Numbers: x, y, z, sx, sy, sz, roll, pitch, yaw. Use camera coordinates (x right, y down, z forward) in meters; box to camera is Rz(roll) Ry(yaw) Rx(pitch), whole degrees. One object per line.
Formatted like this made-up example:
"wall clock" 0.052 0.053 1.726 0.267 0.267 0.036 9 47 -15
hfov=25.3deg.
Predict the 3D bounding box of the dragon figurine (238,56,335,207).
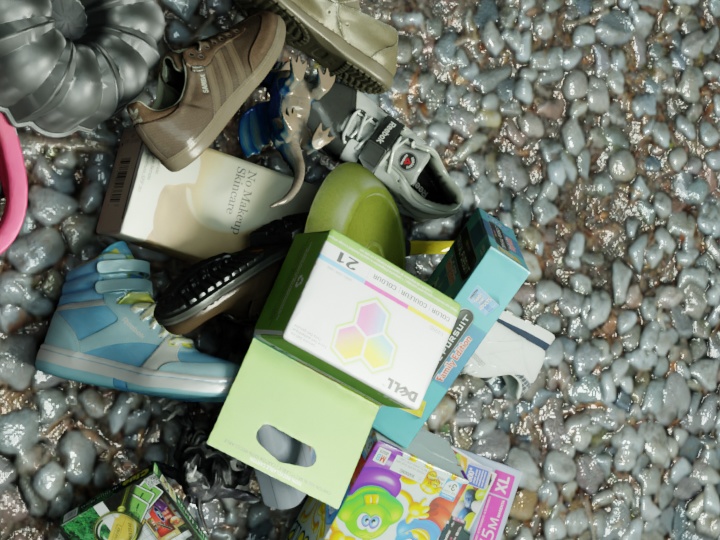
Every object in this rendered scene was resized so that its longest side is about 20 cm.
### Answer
"dragon figurine" -0.074 -0.132 1.491 0.058 0.099 0.203 15 63 -32

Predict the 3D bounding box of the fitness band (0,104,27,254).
"fitness band" -0.368 -0.097 1.397 0.142 0.037 0.203 -18 100 -23

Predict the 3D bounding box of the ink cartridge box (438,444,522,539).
"ink cartridge box" 0.063 0.231 1.642 0.198 0.042 0.121 22 84 -25

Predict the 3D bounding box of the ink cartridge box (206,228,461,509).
"ink cartridge box" -0.021 0.088 1.386 0.147 0.076 0.202 29 76 -22

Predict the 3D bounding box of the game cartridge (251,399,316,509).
"game cartridge" -0.049 0.117 1.507 0.201 0.041 0.134 -64 149 -42

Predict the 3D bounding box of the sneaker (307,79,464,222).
"sneaker" 0.027 -0.121 1.576 0.199 0.088 0.075 36 78 -24

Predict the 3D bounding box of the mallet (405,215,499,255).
"mallet" 0.056 -0.033 1.627 0.198 0.041 0.067 7 91 -24

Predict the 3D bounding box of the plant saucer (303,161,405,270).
"plant saucer" 0.000 0.000 1.507 0.199 0.031 0.203 3 90 -65

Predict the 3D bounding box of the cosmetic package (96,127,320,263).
"cosmetic package" -0.135 -0.055 1.501 0.198 0.071 0.107 16 85 -28

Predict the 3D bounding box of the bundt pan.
"bundt pan" -0.254 -0.221 1.404 0.200 0.075 0.205 3 85 -38

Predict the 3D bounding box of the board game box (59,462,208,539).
"board game box" -0.181 0.282 1.493 0.104 0.024 0.201 -29 111 9

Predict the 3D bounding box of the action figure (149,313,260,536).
"action figure" -0.136 0.138 1.490 0.102 0.118 0.202 43 63 -63

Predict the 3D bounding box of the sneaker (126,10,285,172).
"sneaker" -0.135 -0.181 1.439 0.076 0.070 0.201 47 51 -24

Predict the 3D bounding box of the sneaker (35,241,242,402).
"sneaker" -0.188 0.044 1.432 0.197 0.080 0.132 9 81 12

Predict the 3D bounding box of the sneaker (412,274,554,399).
"sneaker" 0.108 0.065 1.641 0.198 0.076 0.081 26 92 -24

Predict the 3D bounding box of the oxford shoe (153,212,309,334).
"oxford shoe" -0.098 0.021 1.426 0.199 0.072 0.085 -28 113 -40

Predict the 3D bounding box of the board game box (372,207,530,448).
"board game box" 0.078 0.050 1.515 0.047 0.151 0.201 32 103 -9

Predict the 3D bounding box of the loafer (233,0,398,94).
"loafer" -0.043 -0.246 1.542 0.199 0.076 0.068 36 69 -26

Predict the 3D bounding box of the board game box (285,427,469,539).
"board game box" 0.005 0.247 1.532 0.104 0.103 0.202 25 101 -16
